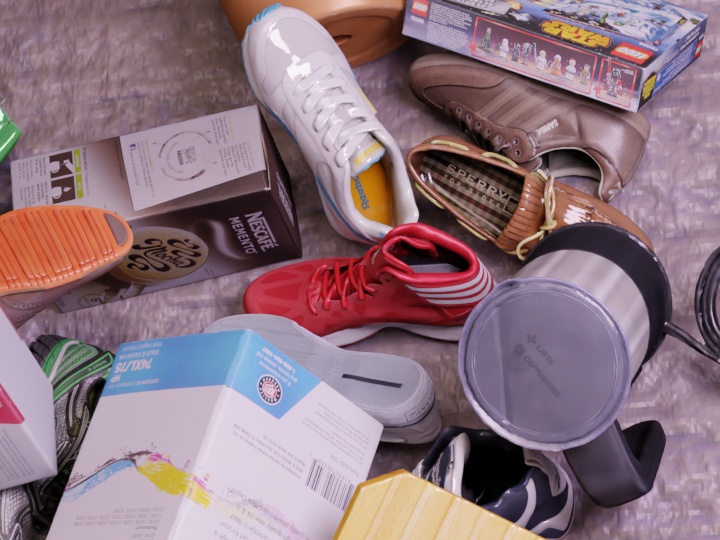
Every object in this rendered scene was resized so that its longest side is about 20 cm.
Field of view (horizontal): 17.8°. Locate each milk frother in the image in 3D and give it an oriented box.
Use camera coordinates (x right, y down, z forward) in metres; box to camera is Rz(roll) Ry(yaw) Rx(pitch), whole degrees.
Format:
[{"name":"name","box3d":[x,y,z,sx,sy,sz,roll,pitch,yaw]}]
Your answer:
[{"name":"milk frother","box3d":[0.192,0.038,1.557,0.200,0.188,0.181,-42,89,20]}]

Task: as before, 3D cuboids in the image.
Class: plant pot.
[{"name":"plant pot","box3d":[-0.035,-0.241,1.801,0.198,0.200,0.141,-16,77,4]}]

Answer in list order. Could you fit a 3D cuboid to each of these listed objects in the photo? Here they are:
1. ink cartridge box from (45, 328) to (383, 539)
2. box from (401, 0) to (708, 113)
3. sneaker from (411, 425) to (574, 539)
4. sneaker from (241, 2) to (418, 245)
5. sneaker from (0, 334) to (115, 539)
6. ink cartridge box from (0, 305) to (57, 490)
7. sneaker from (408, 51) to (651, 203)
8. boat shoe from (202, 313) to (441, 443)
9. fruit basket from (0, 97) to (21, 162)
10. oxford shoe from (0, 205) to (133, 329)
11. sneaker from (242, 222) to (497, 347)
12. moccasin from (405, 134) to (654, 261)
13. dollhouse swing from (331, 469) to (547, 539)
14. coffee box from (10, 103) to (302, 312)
[{"name":"ink cartridge box","box3d":[-0.106,0.166,1.579,0.145,0.146,0.201,-7,54,45]},{"name":"box","box3d":[0.150,-0.188,1.758,0.199,0.040,0.137,21,31,21]},{"name":"sneaker","box3d":[0.045,0.158,1.584,0.197,0.130,0.080,-8,59,9]},{"name":"sneaker","box3d":[-0.016,-0.110,1.707,0.076,0.201,0.081,-36,20,-16]},{"name":"sneaker","box3d":[-0.225,0.140,1.690,0.084,0.078,0.201,7,63,16]},{"name":"ink cartridge box","box3d":[-0.331,0.100,1.611,0.198,0.146,0.084,-15,51,7]},{"name":"sneaker","box3d":[0.118,-0.110,1.750,0.198,0.071,0.076,16,72,22]},{"name":"boat shoe","box3d":[-0.032,0.090,1.677,0.199,0.067,0.074,17,58,33]},{"name":"fruit basket","box3d":[-0.362,-0.070,1.790,0.199,0.185,0.094,-35,95,-9]},{"name":"oxford shoe","box3d":[-0.260,0.011,1.671,0.198,0.073,0.072,-18,55,-13]},{"name":"sneaker","box3d":[0.000,0.000,1.690,0.198,0.116,0.079,-5,61,11]},{"name":"moccasin","box3d":[0.124,-0.043,1.692,0.201,0.078,0.074,35,103,16]},{"name":"dollhouse swing","box3d":[0.048,0.256,1.455,0.199,0.182,0.177,27,103,-12]},{"name":"coffee box","box3d":[-0.155,-0.046,1.755,0.198,0.113,0.080,-13,60,7]}]
